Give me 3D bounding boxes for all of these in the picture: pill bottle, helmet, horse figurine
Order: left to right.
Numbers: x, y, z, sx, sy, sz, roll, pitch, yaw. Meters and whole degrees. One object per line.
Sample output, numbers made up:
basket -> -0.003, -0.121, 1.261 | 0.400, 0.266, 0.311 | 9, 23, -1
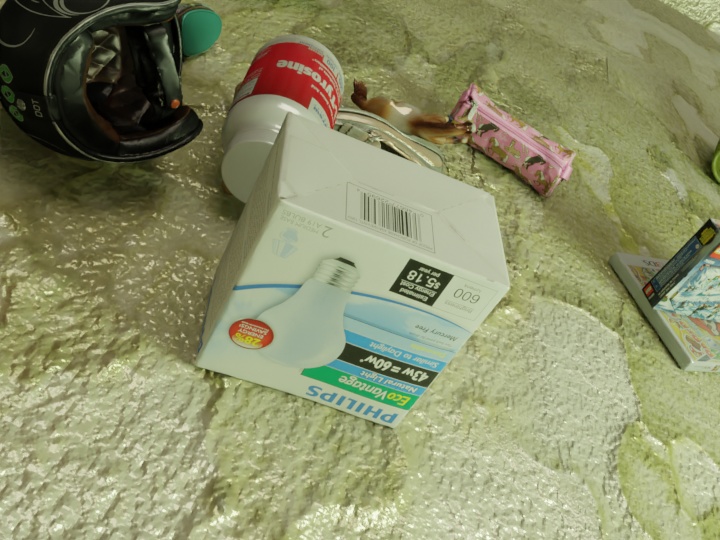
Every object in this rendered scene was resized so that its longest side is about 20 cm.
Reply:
helmet -> -0.251, -0.202, 0.762 | 0.200, 0.201, 0.191 | -2, 27, -37
pill bottle -> -0.085, -0.161, 0.854 | 0.112, 0.112, 0.200 | 23, 43, -11
horse figurine -> 0.065, -0.205, 1.058 | 0.199, 0.050, 0.133 | 22, 17, 14

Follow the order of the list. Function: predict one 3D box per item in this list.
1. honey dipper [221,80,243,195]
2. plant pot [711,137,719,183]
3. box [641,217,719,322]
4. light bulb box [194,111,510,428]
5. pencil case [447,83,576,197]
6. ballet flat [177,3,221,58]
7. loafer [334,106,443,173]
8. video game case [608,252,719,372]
honey dipper -> -0.137, -0.154, 0.916 | 0.038, 0.038, 0.200 | 17, 41, -18
plant pot -> 0.787, -0.236, 1.568 | 0.200, 0.187, 0.187 | -31, 67, -34
box -> 0.495, 0.009, 1.048 | 0.199, 0.137, 0.040 | 11, 43, -26
light bulb box -> -0.013, 0.008, 0.674 | 0.198, 0.200, 0.125 | 20, 39, -15
pencil case -> 0.224, -0.192, 1.175 | 0.200, 0.083, 0.087 | 36, 36, 5
ballet flat -> -0.245, -0.292, 0.982 | 0.071, 0.069, 0.200 | 15, 35, 11
loafer -> 0.023, -0.147, 0.995 | 0.199, 0.072, 0.063 | 15, 46, -26
video game case -> 0.461, 0.059, 1.100 | 0.182, 0.023, 0.200 | 6, 43, -30
